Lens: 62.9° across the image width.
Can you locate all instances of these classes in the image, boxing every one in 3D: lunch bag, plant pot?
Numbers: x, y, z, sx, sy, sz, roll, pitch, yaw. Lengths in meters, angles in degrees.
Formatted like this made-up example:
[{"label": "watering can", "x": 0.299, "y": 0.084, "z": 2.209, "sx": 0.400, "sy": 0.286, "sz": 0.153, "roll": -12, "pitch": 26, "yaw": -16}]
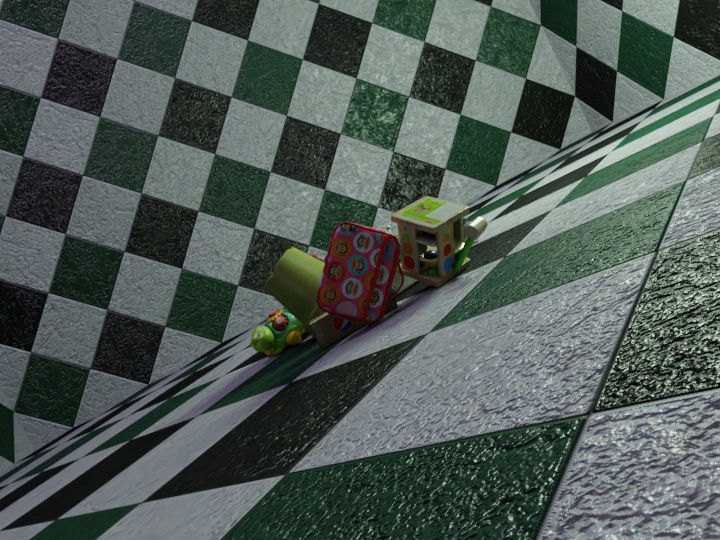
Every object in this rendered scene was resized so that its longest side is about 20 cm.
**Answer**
[{"label": "lunch bag", "x": 0.007, "y": 0.010, "z": 1.254, "sx": 0.173, "sy": 0.204, "sz": 0.082, "roll": 15, "pitch": -4, "yaw": -1}, {"label": "plant pot", "x": -0.140, "y": 0.042, "z": 1.523, "sx": 0.202, "sy": 0.183, "sz": 0.200, "roll": -57, "pitch": 0, "yaw": 0}]

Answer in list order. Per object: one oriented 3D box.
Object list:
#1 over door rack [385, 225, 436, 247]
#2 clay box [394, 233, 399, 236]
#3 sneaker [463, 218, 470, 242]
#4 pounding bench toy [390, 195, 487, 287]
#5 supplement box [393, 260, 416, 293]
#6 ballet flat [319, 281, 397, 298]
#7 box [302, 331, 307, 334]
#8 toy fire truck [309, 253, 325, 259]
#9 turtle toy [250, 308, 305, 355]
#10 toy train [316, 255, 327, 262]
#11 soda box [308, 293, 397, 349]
[{"label": "over door rack", "x": 0.103, "y": -0.086, "z": 1.677, "sx": 0.146, "sy": 0.068, "sz": 0.198, "roll": 10, "pitch": -1, "yaw": -41}, {"label": "clay box", "x": 0.092, "y": -0.039, "z": 1.959, "sx": 0.198, "sy": 0.116, "sz": 0.047, "roll": -25, "pitch": 3, "yaw": 37}, {"label": "sneaker", "x": 0.240, "y": -0.088, "z": 1.690, "sx": 0.198, "sy": 0.088, "sz": 0.074, "roll": -27, "pitch": 4, "yaw": 29}, {"label": "pounding bench toy", "x": 0.182, "y": -0.049, "z": 1.272, "sx": 0.123, "sy": 0.159, "sz": 0.198, "roll": -30, "pitch": 35, "yaw": -35}, {"label": "supplement box", "x": 0.079, "y": 0.022, "z": 1.532, "sx": 0.198, "sy": 0.074, "sz": 0.126, "roll": -31, "pitch": 4, "yaw": -26}, {"label": "ballet flat", "x": -0.006, "y": 0.039, "z": 1.396, "sx": 0.197, "sy": 0.072, "sz": 0.070, "roll": 2, "pitch": -11, "yaw": -26}, {"label": "box", "x": -0.163, "y": 0.154, "z": 1.814, "sx": 0.198, "sy": 0.049, "sz": 0.158, "roll": -28, "pitch": 4, "yaw": 25}, {"label": "toy fire truck", "x": -0.107, "y": 0.015, "z": 1.756, "sx": 0.199, "sy": 0.048, "sz": 0.143, "roll": -22, "pitch": -49, "yaw": -59}, {"label": "turtle toy", "x": -0.230, "y": 0.170, "z": 1.651, "sx": 0.145, "sy": 0.102, "sz": 0.200, "roll": -26, "pitch": 12, "yaw": 37}, {"label": "toy train", "x": -0.031, "y": -0.027, "z": 1.597, "sx": 0.196, "sy": 0.046, "sz": 0.034, "roll": -12, "pitch": -35, "yaw": 4}, {"label": "soda box", "x": -0.018, "y": 0.098, "z": 1.330, "sx": 0.198, "sy": 0.065, "sz": 0.068, "roll": -29, "pitch": 4, "yaw": -2}]
